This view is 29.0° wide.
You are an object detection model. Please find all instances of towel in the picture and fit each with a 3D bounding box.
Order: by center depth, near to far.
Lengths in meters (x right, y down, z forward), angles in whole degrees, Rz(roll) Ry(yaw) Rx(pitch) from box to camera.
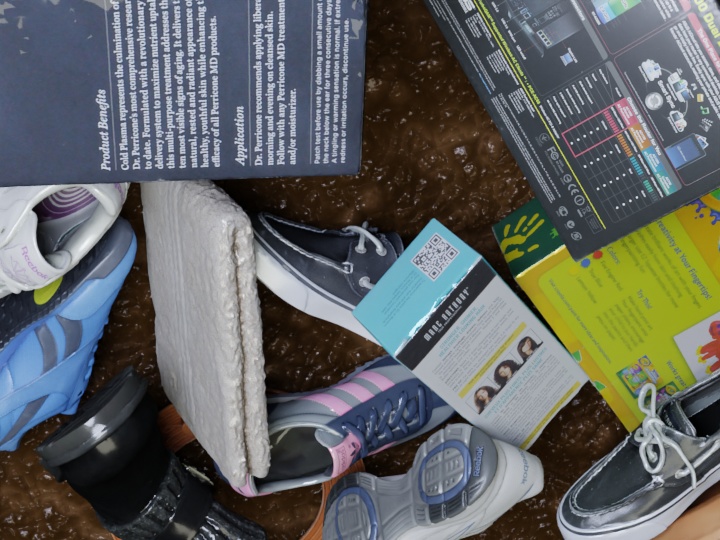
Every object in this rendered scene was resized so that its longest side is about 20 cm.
[{"bbox_3d":[-0.098,0.026,0.885,0.034,0.132,0.202,-16,123,-25],"label":"towel"}]

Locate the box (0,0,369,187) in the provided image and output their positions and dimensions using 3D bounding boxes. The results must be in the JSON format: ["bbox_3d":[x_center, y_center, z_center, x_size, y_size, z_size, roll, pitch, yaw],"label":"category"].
[{"bbox_3d":[-0.104,-0.144,0.746,0.194,0.201,0.125,-1,121,-8],"label":"box"}]

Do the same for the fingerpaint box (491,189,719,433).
[{"bbox_3d":[0.213,0.007,0.956,0.166,0.074,0.200,-34,121,12],"label":"fingerpaint box"}]

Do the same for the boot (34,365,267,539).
[{"bbox_3d":[-0.129,0.149,0.905,0.079,0.211,0.158,-44,90,-17],"label":"boot"}]

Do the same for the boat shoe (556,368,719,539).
[{"bbox_3d":[0.213,0.116,0.936,0.198,0.074,0.068,-29,128,9],"label":"boat shoe"}]

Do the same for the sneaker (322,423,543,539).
[{"bbox_3d":[0.047,0.172,0.981,0.086,0.075,0.199,16,148,-37],"label":"sneaker"}]

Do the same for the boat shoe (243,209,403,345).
[{"bbox_3d":[0.000,0.000,0.921,0.199,0.072,0.068,30,109,-29],"label":"boat shoe"}]

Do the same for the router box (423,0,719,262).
[{"bbox_3d":[0.145,-0.128,0.811,0.149,0.062,0.201,-28,97,29],"label":"router box"}]

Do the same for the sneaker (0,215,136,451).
[{"bbox_3d":[-0.201,0.045,0.926,0.078,0.066,0.200,31,112,-35],"label":"sneaker"}]

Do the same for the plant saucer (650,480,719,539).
[{"bbox_3d":[0.266,0.157,0.999,0.199,0.200,0.038,-34,88,11],"label":"plant saucer"}]

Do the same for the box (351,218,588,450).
[{"bbox_3d":[0.078,0.051,0.922,0.082,0.049,0.200,-48,141,-1],"label":"box"}]

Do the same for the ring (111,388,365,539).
[{"bbox_3d":[-0.091,0.174,1.039,0.197,0.019,0.203,-4,120,-6],"label":"ring"}]

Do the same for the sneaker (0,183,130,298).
[{"bbox_3d":[-0.226,-0.020,0.860,0.199,0.100,0.075,-34,122,13],"label":"sneaker"}]

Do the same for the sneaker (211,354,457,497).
[{"bbox_3d":[-0.004,0.113,0.968,0.198,0.082,0.071,-18,113,-12],"label":"sneaker"}]
